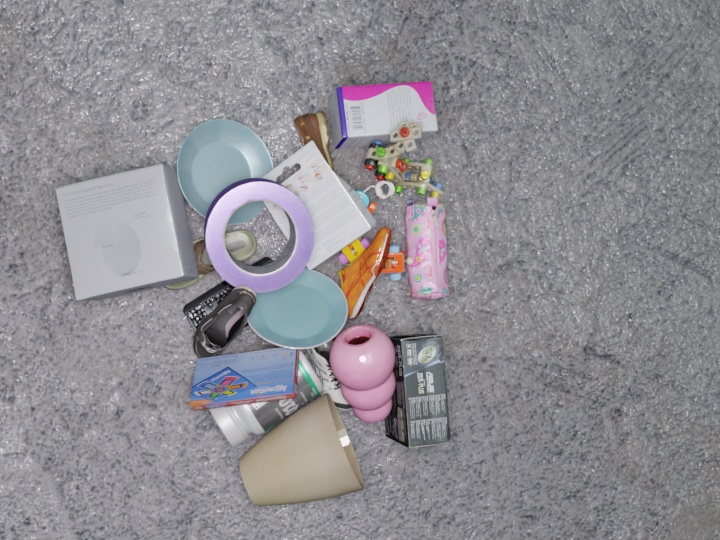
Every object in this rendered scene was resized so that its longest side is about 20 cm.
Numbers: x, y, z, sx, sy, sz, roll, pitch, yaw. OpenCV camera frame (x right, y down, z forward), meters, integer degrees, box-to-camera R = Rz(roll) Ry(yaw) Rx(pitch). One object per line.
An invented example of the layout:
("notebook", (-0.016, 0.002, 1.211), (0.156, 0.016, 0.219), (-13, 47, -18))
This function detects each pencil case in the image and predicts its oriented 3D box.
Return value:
("pencil case", (0.136, -0.043, 1.605), (0.086, 0.087, 0.203), (-1, 87, -14))

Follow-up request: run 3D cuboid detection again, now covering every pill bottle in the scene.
("pill bottle", (-0.179, 0.233, 1.488), (0.199, 0.113, 0.114), (-34, 94, -10))

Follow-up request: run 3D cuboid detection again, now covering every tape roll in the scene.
("tape roll", (-0.188, -0.066, 1.458), (0.197, 0.085, 0.203), (-2, 100, -12))

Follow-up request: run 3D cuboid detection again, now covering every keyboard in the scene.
("keyboard", (-0.233, 0.063, 1.527), (0.199, 0.040, 0.105), (-33, 93, -13))

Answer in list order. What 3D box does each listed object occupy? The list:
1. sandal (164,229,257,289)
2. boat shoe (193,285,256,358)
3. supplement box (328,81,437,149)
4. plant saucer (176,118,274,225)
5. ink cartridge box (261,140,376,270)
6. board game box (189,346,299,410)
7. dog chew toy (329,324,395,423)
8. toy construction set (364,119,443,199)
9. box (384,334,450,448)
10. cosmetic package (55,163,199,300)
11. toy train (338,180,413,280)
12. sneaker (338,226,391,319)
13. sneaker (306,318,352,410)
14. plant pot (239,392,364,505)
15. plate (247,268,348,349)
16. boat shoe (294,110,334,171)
("sandal", (-0.292, -0.030, 1.509), (0.199, 0.057, 0.081), (-25, 92, -15))
("boat shoe", (-0.257, 0.107, 1.449), (0.066, 0.057, 0.200), (33, 123, -14))
("supplement box", (0.044, -0.311, 1.592), (0.197, 0.103, 0.103), (-6, 87, -13))
("plant saucer", (-0.262, -0.186, 1.522), (0.199, 0.039, 0.204), (3, 84, -31))
("ink cartridge box", (-0.089, -0.126, 1.527), (0.159, 0.047, 0.201), (-32, 95, 23))
("board game box", (-0.209, 0.195, 1.440), (0.197, 0.020, 0.104), (-8, 49, 11))
("dog chew toy", (0.012, 0.202, 1.485), (0.123, 0.125, 0.202), (-21, 123, -15))
("toy construction set", (0.085, -0.211, 1.562), (0.130, 0.200, 0.093), (14, 67, 24))
("box", (0.102, 0.227, 1.535), (0.085, 0.164, 0.203), (-3, 86, -14))
("cosmetic package", (-0.415, -0.065, 1.424), (0.196, 0.123, 0.203), (-12, 88, 1))
("toy train", (0.025, -0.080, 1.574), (0.148, 0.056, 0.203), (-6, 107, 7))
("sneaker", (0.000, 0.000, 1.538), (0.077, 0.073, 0.202), (30, 106, 6))
("sneaker", (-0.060, 0.183, 1.537), (0.075, 0.088, 0.202), (-27, 94, -16))
("plant pot", (-0.117, 0.356, 1.476), (0.198, 0.187, 0.189), (-23, 92, -1))
("plate", (-0.122, 0.074, 1.499), (0.197, 0.026, 0.202), (4, 47, -5))
("boat shoe", (-0.090, -0.213, 1.570), (0.067, 0.072, 0.203), (-8, 83, -8))
